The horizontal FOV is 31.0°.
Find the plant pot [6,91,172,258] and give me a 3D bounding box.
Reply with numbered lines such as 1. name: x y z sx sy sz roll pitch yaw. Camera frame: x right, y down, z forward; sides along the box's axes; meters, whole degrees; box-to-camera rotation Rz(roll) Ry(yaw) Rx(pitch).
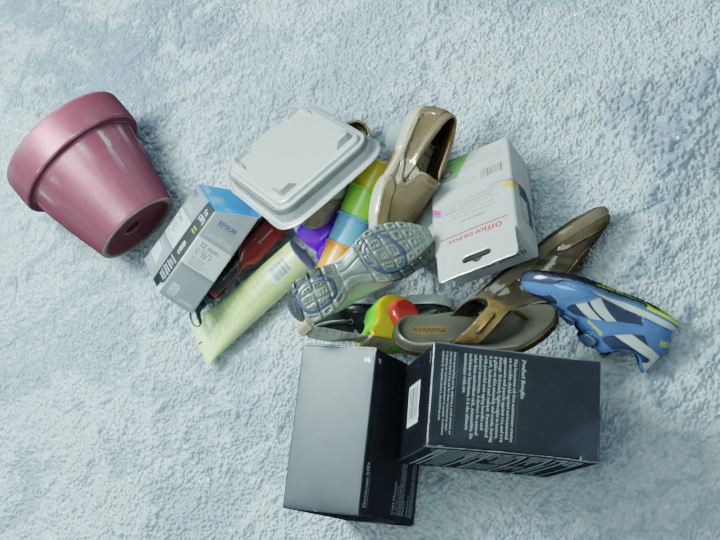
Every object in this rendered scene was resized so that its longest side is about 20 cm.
1. plant pot: -0.374 -0.125 1.867 0.200 0.200 0.179 -44 80 7

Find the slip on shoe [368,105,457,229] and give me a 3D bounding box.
1. slip on shoe: 0.070 -0.113 1.653 0.060 0.076 0.201 12 76 43

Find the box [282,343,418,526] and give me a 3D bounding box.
1. box: -0.002 0.206 1.611 0.103 0.182 0.202 1 76 23

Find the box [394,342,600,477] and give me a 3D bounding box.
1. box: 0.155 0.166 1.509 0.196 0.200 0.124 7 76 -8

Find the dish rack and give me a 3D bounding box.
1. dish rack: -0.083 -0.146 1.693 0.171 0.044 0.200 -42 35 -9

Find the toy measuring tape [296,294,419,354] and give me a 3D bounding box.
1. toy measuring tape: 0.009 0.060 1.594 0.073 0.199 0.074 -24 62 54

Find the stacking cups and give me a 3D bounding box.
1. stacking cups: -0.010 -0.047 1.686 0.060 0.060 0.202 20 88 26

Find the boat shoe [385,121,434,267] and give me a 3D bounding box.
1. boat shoe: 0.076 -0.096 1.725 0.070 0.064 0.202 -8 74 23

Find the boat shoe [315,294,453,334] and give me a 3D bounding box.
1. boat shoe: 0.025 0.072 1.696 0.198 0.076 0.061 -8 67 22

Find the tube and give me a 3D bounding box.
1. tube: -0.153 0.041 1.799 0.200 0.058 0.052 -41 99 11

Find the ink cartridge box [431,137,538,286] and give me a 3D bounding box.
1. ink cartridge box: 0.155 -0.060 1.635 0.116 0.067 0.201 -21 44 23

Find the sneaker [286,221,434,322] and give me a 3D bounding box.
1. sneaker: 0.000 0.000 1.618 0.199 0.087 0.075 -26 84 1

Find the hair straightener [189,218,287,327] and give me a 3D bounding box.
1. hair straightener: -0.170 -0.002 1.810 0.041 0.077 0.201 38 83 -8

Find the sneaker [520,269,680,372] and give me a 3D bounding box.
1. sneaker: 0.281 0.057 1.569 0.199 0.074 0.083 23 100 6

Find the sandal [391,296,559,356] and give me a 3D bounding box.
1. sandal: 0.134 0.059 1.536 0.198 0.055 0.082 -1 34 10

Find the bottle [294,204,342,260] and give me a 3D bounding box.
1. bottle: -0.053 -0.072 1.763 0.065 0.083 0.201 -51 62 40

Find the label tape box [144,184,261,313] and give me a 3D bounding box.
1. label tape box: -0.210 -0.058 1.792 0.201 0.066 0.143 -56 24 6

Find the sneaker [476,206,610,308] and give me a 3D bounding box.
1. sneaker: 0.243 0.000 1.639 0.199 0.070 0.076 -37 91 8

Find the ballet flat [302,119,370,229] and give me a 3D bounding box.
1. ballet flat: -0.034 -0.137 1.729 0.067 0.068 0.201 -39 21 41
